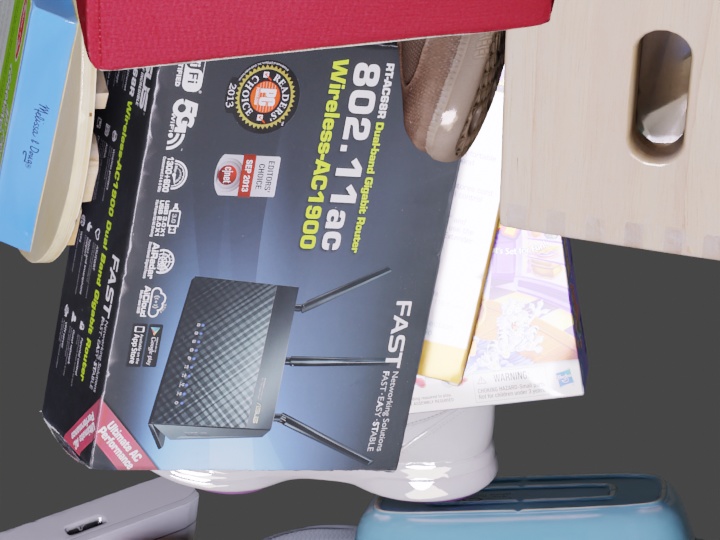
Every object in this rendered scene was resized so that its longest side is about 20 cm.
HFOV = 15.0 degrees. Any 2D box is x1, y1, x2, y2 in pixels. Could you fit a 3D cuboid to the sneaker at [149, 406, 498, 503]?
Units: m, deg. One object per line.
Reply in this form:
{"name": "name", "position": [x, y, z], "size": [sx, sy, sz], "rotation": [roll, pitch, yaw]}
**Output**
{"name": "sneaker", "position": [-0.029, 0.061, 1.374], "size": [0.199, 0.075, 0.100], "rotation": [2, 114, 0]}

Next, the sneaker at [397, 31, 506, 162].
{"name": "sneaker", "position": [0.032, -0.138, 1.125], "size": [0.075, 0.201, 0.071], "rotation": [11, 156, 7]}

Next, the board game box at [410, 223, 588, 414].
{"name": "board game box", "position": [0.000, 0.000, 1.293], "size": [0.199, 0.045, 0.135], "rotation": [-7, 104, 9]}

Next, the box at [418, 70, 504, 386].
{"name": "box", "position": [0.011, -0.058, 1.233], "size": [0.119, 0.041, 0.201], "rotation": [14, 104, 4]}

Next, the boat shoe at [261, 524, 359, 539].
{"name": "boat shoe", "position": [0.031, 0.186, 1.463], "size": [0.199, 0.072, 0.062], "rotation": [8, 135, -4]}

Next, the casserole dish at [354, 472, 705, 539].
{"name": "casserole dish", "position": [0.082, 0.131, 1.393], "size": [0.199, 0.121, 0.039], "rotation": [-3, 96, 6]}

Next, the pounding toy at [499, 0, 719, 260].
{"name": "pounding toy", "position": [0.146, -0.106, 1.156], "size": [0.142, 0.184, 0.201], "rotation": [9, 130, 11]}

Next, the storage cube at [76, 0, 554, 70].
{"name": "storage cube", "position": [-0.025, -0.197, 0.977], "size": [0.199, 0.171, 0.180], "rotation": [-6, 129, -13]}

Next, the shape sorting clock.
{"name": "shape sorting clock", "position": [-0.134, -0.103, 1.154], "size": [0.039, 0.200, 0.200], "rotation": [2, 131, -16]}

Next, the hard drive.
{"name": "hard drive", "position": [-0.156, 0.206, 1.476], "size": [0.132, 0.027, 0.201], "rotation": [-18, 137, -30]}

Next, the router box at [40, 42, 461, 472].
{"name": "router box", "position": [-0.043, -0.014, 1.163], "size": [0.149, 0.062, 0.201], "rotation": [2, 109, -29]}
